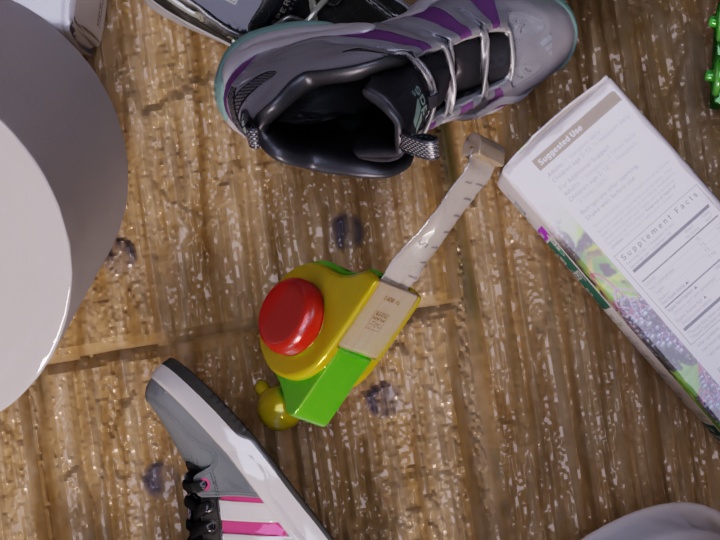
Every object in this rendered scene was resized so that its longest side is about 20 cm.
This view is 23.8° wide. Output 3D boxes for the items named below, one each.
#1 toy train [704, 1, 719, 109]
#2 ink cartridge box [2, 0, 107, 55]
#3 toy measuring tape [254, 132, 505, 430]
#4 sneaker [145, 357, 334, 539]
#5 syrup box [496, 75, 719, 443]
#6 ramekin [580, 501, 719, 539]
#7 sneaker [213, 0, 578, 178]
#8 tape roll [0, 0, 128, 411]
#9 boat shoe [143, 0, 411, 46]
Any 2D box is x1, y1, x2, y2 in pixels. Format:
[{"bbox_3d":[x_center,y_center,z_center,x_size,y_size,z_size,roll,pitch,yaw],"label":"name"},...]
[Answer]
[{"bbox_3d":[0.215,-0.184,0.944,0.041,0.056,0.201,4,87,6],"label":"toy train"},{"bbox_3d":[-0.238,-0.207,0.947,0.199,0.085,0.147,7,88,0],"label":"ink cartridge box"},{"bbox_3d":[0.000,0.000,0.925,0.073,0.074,0.201,35,102,3],"label":"toy measuring tape"},{"bbox_3d":[-0.083,0.157,0.926,0.121,0.084,0.200,-37,87,-10],"label":"sneaker"},{"bbox_3d":[0.166,-0.002,0.924,0.081,0.079,0.200,-42,86,0],"label":"syrup box"},{"bbox_3d":[0.143,0.226,0.856,0.200,0.200,0.105,-45,105,-1],"label":"ramekin"},{"bbox_3d":[0.031,-0.088,0.867,0.199,0.140,0.078,-15,114,-7],"label":"sneaker"},{"bbox_3d":[-0.229,-0.033,0.874,0.201,0.139,0.204,2,113,5],"label":"tape roll"},{"bbox_3d":[-0.040,-0.140,0.946,0.199,0.064,0.071,21,88,2],"label":"boat shoe"}]
